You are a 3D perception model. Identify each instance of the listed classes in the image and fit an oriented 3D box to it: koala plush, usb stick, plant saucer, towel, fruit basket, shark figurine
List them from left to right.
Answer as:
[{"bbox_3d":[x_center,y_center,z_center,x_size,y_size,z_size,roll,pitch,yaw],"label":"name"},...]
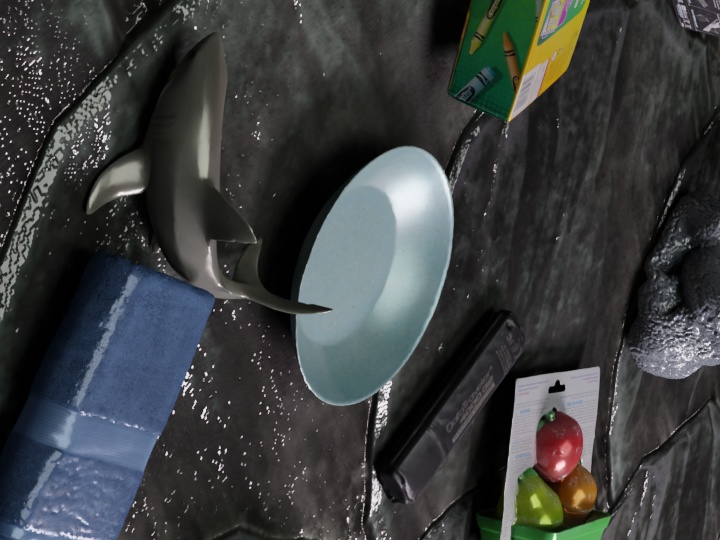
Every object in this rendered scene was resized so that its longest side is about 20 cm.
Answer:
[{"bbox_3d":[-0.167,0.089,1.056,0.112,0.048,0.201,30,82,-59],"label":"towel"},{"bbox_3d":[-0.088,-0.025,1.080,0.128,0.089,0.215,-47,140,-31],"label":"shark figurine"},{"bbox_3d":[0.000,0.000,1.276,0.201,0.039,0.202,-34,135,-43],"label":"plant saucer"},{"bbox_3d":[0.080,0.116,1.474,0.200,0.033,0.056,-51,137,-29],"label":"usb stick"},{"bbox_3d":[0.175,0.195,1.638,0.185,0.093,0.201,-3,94,-57],"label":"fruit basket"},{"bbox_3d":[0.398,0.050,1.772,0.184,0.199,0.178,-57,147,-20],"label":"koala plush"}]

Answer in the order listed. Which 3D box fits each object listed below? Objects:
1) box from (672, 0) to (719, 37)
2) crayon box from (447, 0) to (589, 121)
[{"bbox_3d":[0.350,-0.281,1.549,0.050,0.157,0.200,-58,146,-18],"label":"box"},{"bbox_3d":[0.136,-0.226,1.287,0.119,0.058,0.201,-42,153,-51],"label":"crayon box"}]
